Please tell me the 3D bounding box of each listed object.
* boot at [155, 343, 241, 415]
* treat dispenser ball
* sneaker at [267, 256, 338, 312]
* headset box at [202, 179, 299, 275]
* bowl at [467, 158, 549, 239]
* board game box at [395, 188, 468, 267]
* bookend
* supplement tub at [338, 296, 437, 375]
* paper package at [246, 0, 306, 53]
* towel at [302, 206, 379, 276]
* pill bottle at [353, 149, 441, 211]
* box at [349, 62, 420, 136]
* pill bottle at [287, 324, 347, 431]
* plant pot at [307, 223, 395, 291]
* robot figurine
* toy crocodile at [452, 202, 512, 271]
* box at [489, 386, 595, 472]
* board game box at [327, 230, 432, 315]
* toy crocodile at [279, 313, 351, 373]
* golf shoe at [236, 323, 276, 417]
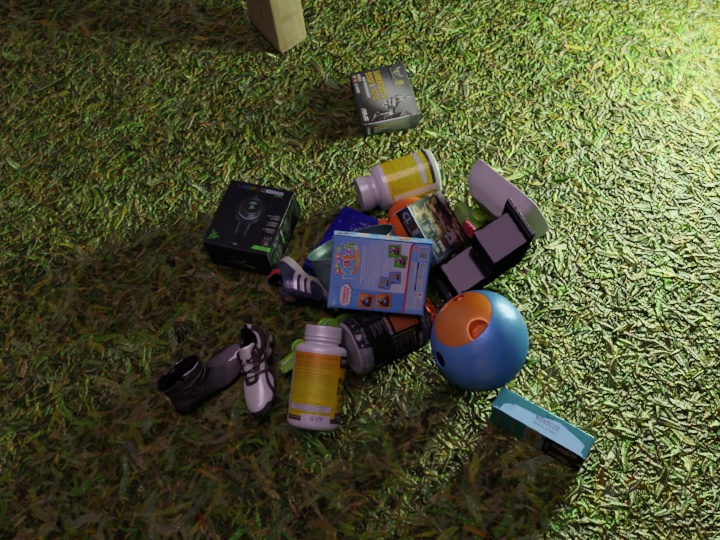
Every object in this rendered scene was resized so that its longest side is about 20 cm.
[{"bbox_3d":[-0.324,0.209,1.545,0.069,0.133,0.200,35,66,25],"label":"boot"},{"bbox_3d":[0.239,0.142,1.493,0.196,0.202,0.204,-2,57,4],"label":"treat dispenser ball"},{"bbox_3d":[-0.133,0.052,1.666,0.084,0.076,0.199,-41,53,-21],"label":"sneaker"},{"bbox_3d":[-0.260,-0.097,1.759,0.170,0.093,0.203,12,60,14],"label":"headset box"},{"bbox_3d":[0.329,-0.148,1.689,0.075,0.199,0.200,-47,62,6],"label":"bowl"},{"bbox_3d":[0.161,-0.096,1.622,0.137,0.034,0.199,60,31,-2],"label":"board game box"},{"bbox_3d":[0.247,-0.029,1.544,0.198,0.199,0.093,-34,76,-4],"label":"bookend"},{"bbox_3d":[0.060,0.128,1.556,0.197,0.124,0.123,-21,57,-20],"label":"supplement tub"},{"bbox_3d":[-0.253,-0.774,2.129,0.102,0.202,0.191,-31,58,-16],"label":"paper package"},{"bbox_3d":[-0.029,-0.055,1.736,0.146,0.050,0.202,24,63,19],"label":"towel"},{"bbox_3d":[0.088,-0.212,1.788,0.196,0.112,0.113,-19,57,-7],"label":"pill bottle"},{"bbox_3d":[0.064,-0.461,1.988,0.155,0.049,0.203,-12,57,-1],"label":"box"},{"bbox_3d":[-0.085,0.215,1.492,0.107,0.109,0.205,5,84,9],"label":"pill bottle"},{"bbox_3d":[0.000,0.000,1.592,0.196,0.137,0.201,-19,13,5],"label":"plant pot"},{"bbox_3d":[0.124,-0.083,1.701,0.141,0.117,0.203,-17,57,14],"label":"robot figurine"},{"bbox_3d":[0.281,-0.077,1.692,0.061,0.068,0.201,-31,71,-31],"label":"toy crocodile"},{"bbox_3d":[0.352,0.311,1.445,0.198,0.083,0.049,28,65,22],"label":"box"},{"bbox_3d":[0.037,0.006,1.476,0.195,0.155,0.037,5,18,-5],"label":"board game box"},{"bbox_3d":[-0.092,0.157,1.593,0.199,0.067,0.062,-38,98,-16],"label":"toy crocodile"},{"bbox_3d":[-0.229,0.207,1.553,0.077,0.094,0.203,-23,52,19],"label":"golf shoe"}]
